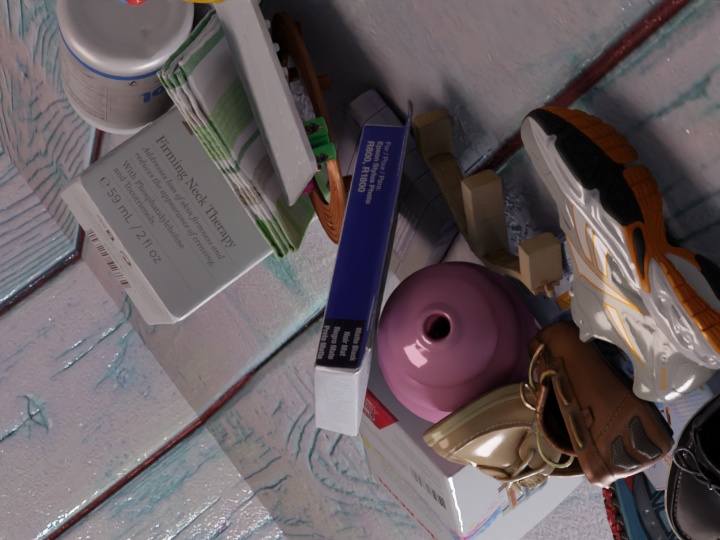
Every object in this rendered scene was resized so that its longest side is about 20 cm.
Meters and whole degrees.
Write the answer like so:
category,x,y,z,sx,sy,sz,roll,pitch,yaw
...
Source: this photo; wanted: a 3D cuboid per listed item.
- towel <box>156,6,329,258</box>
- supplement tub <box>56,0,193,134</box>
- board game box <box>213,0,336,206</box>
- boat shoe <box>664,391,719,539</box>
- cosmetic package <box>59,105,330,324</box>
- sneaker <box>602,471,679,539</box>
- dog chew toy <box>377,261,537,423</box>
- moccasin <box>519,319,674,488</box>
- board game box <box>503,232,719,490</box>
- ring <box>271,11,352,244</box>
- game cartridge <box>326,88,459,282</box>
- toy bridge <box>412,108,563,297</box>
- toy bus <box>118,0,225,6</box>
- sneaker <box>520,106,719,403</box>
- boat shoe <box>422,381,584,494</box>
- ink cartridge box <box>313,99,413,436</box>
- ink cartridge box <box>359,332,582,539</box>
category,x,y,z,sx,sy,sz,roll,pitch,yaw
towel,-0.093,-0.128,1.497,0.030,0.150,0.201,-23,111,29
supplement tub,-0.232,-0.225,1.649,0.132,0.131,0.200,52,166,6
board game box,-0.074,-0.164,1.383,0.200,0.026,0.202,144,106,-80
boat shoe,0.229,0.112,1.021,0.074,0.062,0.201,38,140,15
cosmetic package,-0.162,-0.072,1.641,0.168,0.199,0.166,55,165,-7
sneaker,0.241,0.198,1.264,0.080,0.094,0.202,80,176,-58
dog chew toy,0.067,0.050,1.229,0.125,0.124,0.200,50,-178,11
moccasin,0.144,0.091,1.114,0.074,0.077,0.202,53,-177,-23
board game box,0.197,0.057,1.152,0.200,0.041,0.200,55,165,-1
ring,-0.038,-0.121,1.414,0.200,0.019,0.203,164,90,-81
game cartridge,0.029,-0.063,1.413,0.130,0.038,0.200,48,164,7
toy bridge,0.090,-0.038,1.194,0.200,0.027,0.068,-125,20,-48
toy bus,-0.095,-0.238,1.108,0.199,0.191,0.137,21,144,60
sneaker,0.147,-0.006,1.018,0.092,0.075,0.201,-48,67,39
boat shoe,0.119,0.124,1.215,0.199,0.071,0.065,2,-121,-53
ink cartridge box,0.000,0.000,1.257,0.040,0.202,0.200,10,157,1
ink cartridge box,0.091,0.135,1.438,0.145,0.144,0.201,43,161,30
